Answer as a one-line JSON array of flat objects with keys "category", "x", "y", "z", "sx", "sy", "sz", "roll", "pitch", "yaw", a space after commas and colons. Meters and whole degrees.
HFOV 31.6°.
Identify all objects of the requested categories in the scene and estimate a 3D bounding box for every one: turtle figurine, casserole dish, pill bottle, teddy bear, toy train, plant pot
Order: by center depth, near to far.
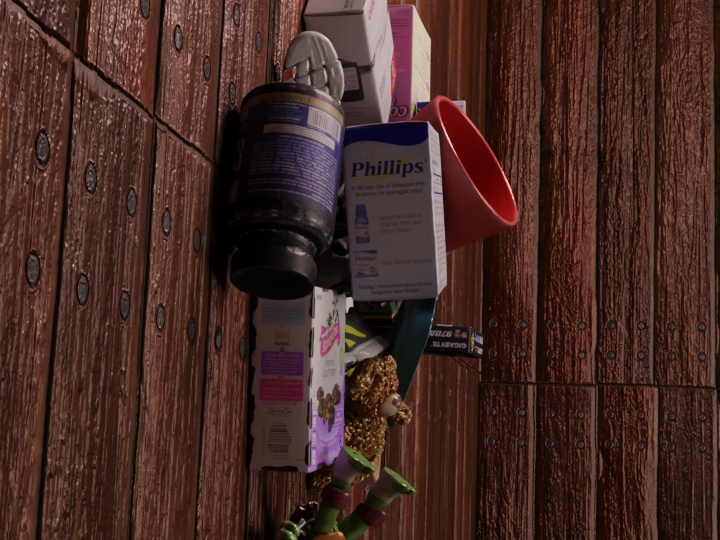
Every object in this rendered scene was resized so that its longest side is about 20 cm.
[{"category": "pill bottle", "x": -0.077, "y": -0.078, "z": 1.281, "sx": 0.112, "sy": 0.111, "sz": 0.201, "roll": 67, "pitch": 26, "yaw": -63}, {"category": "turtle figurine", "x": -0.021, "y": 0.306, "z": 1.388, "sx": 0.195, "sy": 0.143, "sz": 0.200, "roll": -58, "pitch": 176, "yaw": 1}, {"category": "teddy bear", "x": 0.003, "y": 0.205, "z": 1.610, "sx": 0.145, "sy": 0.067, "sz": 0.201, "roll": 16, "pitch": 113, "yaw": -46}, {"category": "casserole dish", "x": 0.053, "y": 0.114, "z": 1.700, "sx": 0.121, "sy": 0.039, "sz": 0.201, "roll": -82, "pitch": -171, "yaw": -64}, {"category": "plant pot", "x": 0.087, "y": -0.104, "z": 1.714, "sx": 0.201, "sy": 0.177, "sz": 0.201, "roll": 49, "pitch": 22, "yaw": -27}, {"category": "toy train", "x": 0.058, "y": 0.041, "z": 1.987, "sx": 0.200, "sy": 0.085, "sz": 0.115, "roll": -55, "pitch": 139, "yaw": -49}]

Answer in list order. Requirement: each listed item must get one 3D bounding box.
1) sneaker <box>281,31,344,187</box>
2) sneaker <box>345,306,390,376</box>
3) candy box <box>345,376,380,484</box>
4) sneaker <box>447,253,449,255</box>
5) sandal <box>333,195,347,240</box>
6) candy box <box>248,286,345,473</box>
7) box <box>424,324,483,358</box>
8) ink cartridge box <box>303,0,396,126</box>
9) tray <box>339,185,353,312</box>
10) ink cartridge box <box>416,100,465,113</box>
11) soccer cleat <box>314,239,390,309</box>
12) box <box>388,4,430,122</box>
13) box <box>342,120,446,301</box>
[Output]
[{"category": "sneaker", "x": -0.062, "y": -0.194, "z": 1.517, "sx": 0.082, "sy": 0.077, "sz": 0.201, "roll": -120, "pitch": -158, "yaw": -57}, {"category": "sneaker", "x": -0.040, "y": 0.099, "z": 1.616, "sx": 0.085, "sy": 0.074, "sz": 0.200, "roll": 52, "pitch": 23, "yaw": 11}, {"category": "candy box", "x": -0.010, "y": 0.204, "z": 1.762, "sx": 0.200, "sy": 0.055, "sz": 0.116, "roll": 74, "pitch": 18, "yaw": -56}, {"category": "sneaker", "x": 0.066, "y": 0.002, "z": 1.906, "sx": 0.199, "sy": 0.077, "sz": 0.087, "roll": -16, "pitch": 81, "yaw": -44}, {"category": "sandal", "x": -0.049, "y": -0.066, "z": 1.558, "sx": 0.201, "sy": 0.079, "sz": 0.058, "roll": -69, "pitch": 137, "yaw": -73}, {"category": "candy box", "x": -0.068, "y": 0.118, "z": 1.433, "sx": 0.168, "sy": 0.071, "sz": 0.201, "roll": 13, "pitch": 77, "yaw": -78}, {"category": "box", "x": 0.119, "y": 0.117, "z": 2.146, "sx": 0.200, "sy": 0.158, "sz": 0.046, "roll": 30, "pitch": 64, "yaw": -78}, {"category": "ink cartridge box", "x": -0.010, "y": -0.298, "z": 1.682, "sx": 0.201, "sy": 0.083, "sz": 0.146, "roll": 78, "pitch": 17, "yaw": -44}, {"category": "tray", "x": -0.033, "y": -0.018, "z": 1.731, "sx": 0.107, "sy": 0.022, "sz": 0.201, "roll": -47, "pitch": 136, "yaw": -73}, {"category": "ink cartridge box", "x": 0.119, "y": -0.144, "z": 1.843, "sx": 0.094, "sy": 0.044, "sz": 0.201, "roll": -157, "pitch": -116, "yaw": -71}, {"category": "soccer cleat", "x": 0.000, "y": 0.000, "z": 1.667, "sx": 0.200, "sy": 0.070, "sz": 0.087, "roll": 6, "pitch": 60, "yaw": -60}, {"category": "box", "x": 0.047, "y": -0.279, "z": 1.934, "sx": 0.176, "sy": 0.096, "sz": 0.201, "roll": 28, "pitch": 62, "yaw": -77}, {"category": "box", "x": 0.043, "y": -0.070, "z": 1.516, "sx": 0.184, "sy": 0.104, "sz": 0.201, "roll": -21, "pitch": 108, "yaw": -83}]
